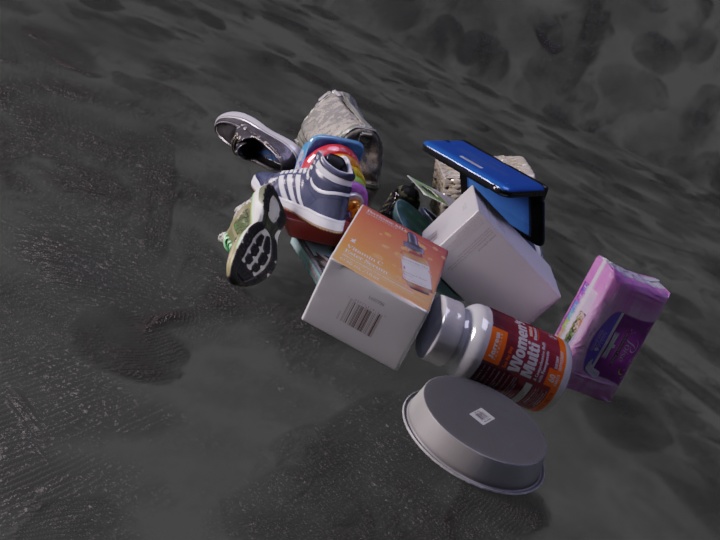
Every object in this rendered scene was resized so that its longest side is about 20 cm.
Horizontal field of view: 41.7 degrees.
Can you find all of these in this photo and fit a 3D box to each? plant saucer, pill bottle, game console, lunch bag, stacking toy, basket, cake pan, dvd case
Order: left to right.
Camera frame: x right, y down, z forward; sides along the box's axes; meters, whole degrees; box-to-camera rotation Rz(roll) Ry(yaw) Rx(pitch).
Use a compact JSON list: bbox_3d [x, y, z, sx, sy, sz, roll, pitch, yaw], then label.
[{"bbox_3d":[-0.055,-0.079,1.550,0.196,0.037,0.200,13,17,-20],"label":"plant saucer"},{"bbox_3d":[-0.038,-0.223,1.745,0.137,0.170,0.201,13,24,-24],"label":"lunch bag"},{"bbox_3d":[-0.026,-0.119,1.505,0.108,0.118,0.201,5,33,-29],"label":"stacking toy"},{"bbox_3d":[0.000,0.000,1.491,0.197,0.022,0.146,9,27,-29],"label":"dvd case"},{"bbox_3d":[0.112,-0.028,1.566,0.200,0.027,0.201,48,17,-20],"label":"plant saucer"},{"bbox_3d":[0.148,0.199,1.187,0.197,0.037,0.201,20,23,-9],"label":"cake pan"},{"bbox_3d":[0.235,-0.145,1.831,0.196,0.126,0.136,-2,26,-4],"label":"basket"},{"bbox_3d":[0.205,-0.127,1.579,0.169,0.120,0.199,-7,32,-44],"label":"game console"},{"bbox_3d":[0.182,0.112,1.300,0.197,0.111,0.110,23,22,-14],"label":"pill bottle"}]

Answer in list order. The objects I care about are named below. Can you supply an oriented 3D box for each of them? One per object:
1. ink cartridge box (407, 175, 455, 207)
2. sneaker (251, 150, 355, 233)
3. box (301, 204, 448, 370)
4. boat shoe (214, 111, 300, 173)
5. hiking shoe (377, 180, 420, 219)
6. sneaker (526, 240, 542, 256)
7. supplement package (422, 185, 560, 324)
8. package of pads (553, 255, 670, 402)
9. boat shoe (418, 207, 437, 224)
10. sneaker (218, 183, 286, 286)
[{"bbox_3d":[0.171,-0.089,1.630,0.197,0.049,0.146,22,13,-16],"label":"ink cartridge box"},{"bbox_3d":[-0.085,-0.142,1.457,0.199,0.110,0.069,30,19,37],"label":"sneaker"},{"bbox_3d":[0.025,0.019,1.332,0.150,0.107,0.201,27,28,0],"label":"box"},{"bbox_3d":[-0.201,-0.229,1.737,0.198,0.071,0.066,30,41,21],"label":"boat shoe"},{"bbox_3d":[0.060,-0.102,1.668,0.075,0.102,0.200,23,23,-1],"label":"hiking shoe"},{"bbox_3d":[0.298,-0.062,1.862,0.081,0.071,0.201,20,21,-14],"label":"sneaker"},{"bbox_3d":[0.206,-0.010,1.510,0.200,0.120,0.122,44,18,-14],"label":"supplement package"},{"bbox_3d":[0.370,0.089,1.436,0.119,0.203,0.076,19,17,-20],"label":"package of pads"},{"bbox_3d":[0.182,-0.042,1.706,0.200,0.066,0.074,30,23,13],"label":"boat shoe"},{"bbox_3d":[-0.168,-0.040,1.371,0.077,0.087,0.202,56,29,-28],"label":"sneaker"}]
